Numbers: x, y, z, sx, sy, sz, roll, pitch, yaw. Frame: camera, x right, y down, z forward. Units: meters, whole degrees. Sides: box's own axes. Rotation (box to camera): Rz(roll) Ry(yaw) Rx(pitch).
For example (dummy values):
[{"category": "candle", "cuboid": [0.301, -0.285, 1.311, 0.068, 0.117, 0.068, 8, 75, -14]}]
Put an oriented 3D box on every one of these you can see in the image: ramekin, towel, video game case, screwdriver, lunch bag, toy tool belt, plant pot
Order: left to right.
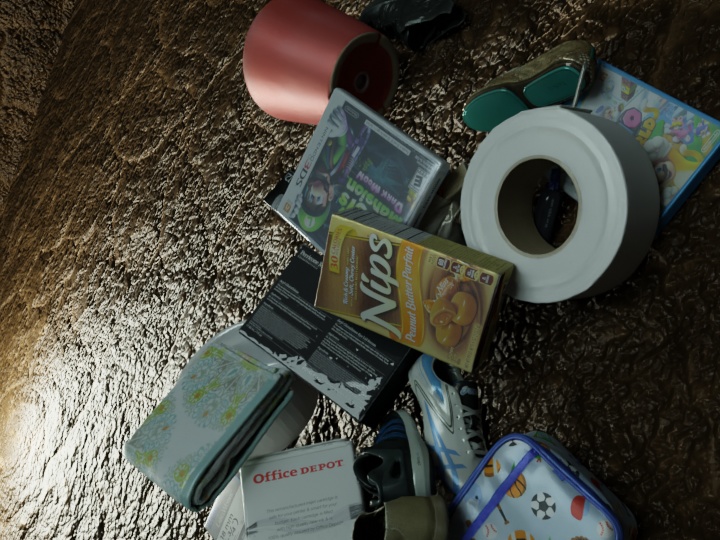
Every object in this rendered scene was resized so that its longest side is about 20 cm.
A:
[{"category": "towel", "cuboid": [-0.190, 0.188, 0.958, 0.171, 0.048, 0.200, 14, 56, 48]}, {"category": "ramekin", "cuboid": [-0.157, 0.173, 1.068, 0.200, 0.098, 0.201, -20, 38, 17]}, {"category": "plant pot", "cuboid": [-0.050, -0.306, 1.152, 0.177, 0.200, 0.201, 30, 96, 39]}, {"category": "video game case", "cuboid": [-0.005, -0.098, 0.920, 0.200, 0.023, 0.182, 42, 114, 34]}, {"category": "toy tool belt", "cuboid": [0.077, -0.108, 0.951, 0.200, 0.125, 0.123, 54, 135, 52]}, {"category": "lunch bag", "cuboid": [0.149, 0.262, 0.724, 0.160, 0.075, 0.200, 42, 107, 29]}, {"category": "screwdriver", "cuboid": [0.220, -0.130, 0.843, 0.029, 0.028, 0.201, 14, 104, 30]}, {"category": "video game case", "cuboid": [0.282, -0.132, 0.824, 0.143, 0.018, 0.200, -56, 41, 16]}]

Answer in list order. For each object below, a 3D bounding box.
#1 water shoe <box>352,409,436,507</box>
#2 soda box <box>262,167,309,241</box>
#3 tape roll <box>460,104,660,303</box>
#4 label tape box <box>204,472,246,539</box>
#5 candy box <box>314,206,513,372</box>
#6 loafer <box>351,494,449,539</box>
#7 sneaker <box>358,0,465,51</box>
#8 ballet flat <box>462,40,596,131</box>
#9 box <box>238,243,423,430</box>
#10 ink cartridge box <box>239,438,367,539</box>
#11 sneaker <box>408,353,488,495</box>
[{"category": "water shoe", "cuboid": [0.028, 0.205, 0.852, 0.200, 0.079, 0.072, -157, 62, -82]}, {"category": "soda box", "cuboid": [-0.040, -0.057, 1.016, 0.063, 0.071, 0.200, -50, 55, -3]}, {"category": "tape roll", "cuboid": [0.203, -0.068, 0.795, 0.202, 0.071, 0.203, 6, 98, 47]}, {"category": "label tape box", "cuboid": [-0.157, 0.323, 1.080, 0.200, 0.063, 0.145, 26, 93, 50]}, {"category": "candy box", "cuboid": [0.054, 0.017, 0.829, 0.200, 0.055, 0.116, 21, 112, 22]}, {"category": "loafer", "cuboid": [0.018, 0.280, 0.763, 0.076, 0.067, 0.200, -89, 24, -50]}, {"category": "sneaker", "cuboid": [0.068, -0.370, 1.135, 0.199, 0.060, 0.105, -19, 55, 39]}, {"category": "ballet flat", "cuboid": [0.206, -0.222, 0.916, 0.200, 0.071, 0.065, -9, 43, 54]}, {"category": "box", "cuboid": [-0.028, 0.081, 0.945, 0.200, 0.079, 0.141, 33, 84, 24]}, {"category": "ink cartridge box", "cuboid": [-0.059, 0.319, 0.905, 0.145, 0.085, 0.200, -11, 58, -2]}, {"category": "sneaker", "cuboid": [0.108, 0.170, 0.843, 0.072, 0.072, 0.200, -47, 45, 33]}]
